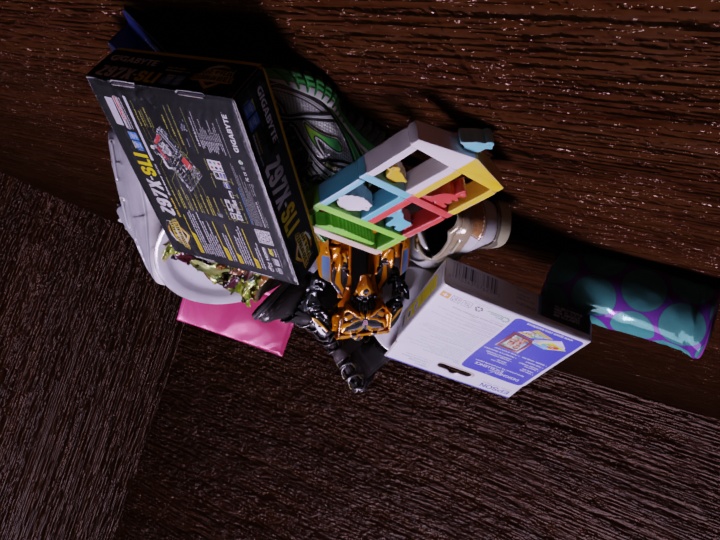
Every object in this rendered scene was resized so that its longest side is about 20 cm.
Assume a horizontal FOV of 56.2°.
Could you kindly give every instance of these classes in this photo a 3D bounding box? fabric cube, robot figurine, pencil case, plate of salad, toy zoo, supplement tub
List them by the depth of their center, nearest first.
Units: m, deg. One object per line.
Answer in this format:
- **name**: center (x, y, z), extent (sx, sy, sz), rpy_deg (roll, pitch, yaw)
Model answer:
- **toy zoo**: center (0.041, -0.074, 0.621), extent (0.197, 0.021, 0.129), rpy_deg (-26, 150, 37)
- **pencil case**: center (0.320, 0.037, 0.810), extent (0.195, 0.086, 0.093), rpy_deg (17, 150, 21)
- **plate of salad**: center (-0.150, -0.019, 0.819), extent (0.198, 0.199, 0.049), rpy_deg (25, -148, -44)
- **robot figurine**: center (0.000, 0.000, 0.833), extent (0.140, 0.206, 0.058), rpy_deg (-6, -155, -15)
- **supplement tub**: center (0.075, 0.035, 0.991), extent (0.141, 0.149, 0.200), rpy_deg (18, -167, 0)
- **fabric cube**: center (-0.197, 0.000, 1.220), extent (0.194, 0.205, 0.197), rpy_deg (20, -164, -11)

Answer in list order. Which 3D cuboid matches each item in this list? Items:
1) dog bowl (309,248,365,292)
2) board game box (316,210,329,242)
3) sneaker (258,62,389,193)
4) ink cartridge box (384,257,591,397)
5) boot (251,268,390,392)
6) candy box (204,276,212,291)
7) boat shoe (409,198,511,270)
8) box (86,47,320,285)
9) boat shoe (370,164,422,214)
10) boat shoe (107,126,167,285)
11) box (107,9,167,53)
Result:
- **dog bowl**: center (-0.028, 0.001, 1.111), extent (0.058, 0.205, 0.198), rpy_deg (-29, 148, 24)
- **board game box**: center (-0.109, -0.114, 0.703), extent (0.201, 0.023, 0.104), rpy_deg (51, 170, -23)
- **sneaker**: center (-0.047, -0.120, 0.615), extent (0.077, 0.088, 0.198), rpy_deg (11, 168, 45)
- **ink cartridge box**: center (0.152, 0.081, 0.847), extent (0.192, 0.048, 0.201), rpy_deg (20, 148, -10)
- **boot**: center (-0.041, 0.087, 0.916), extent (0.069, 0.177, 0.198), rpy_deg (-38, 171, 34)
- **candy box**: center (-0.238, -0.078, 0.911), extent (0.055, 0.118, 0.199), rpy_deg (-24, -125, -37)
- **boat shoe**: center (0.096, -0.047, 0.799), extent (0.066, 0.077, 0.199), rpy_deg (3, 168, -22)
- **box**: center (-0.130, -0.086, 0.593), extent (0.156, 0.050, 0.203), rpy_deg (15, 142, 27)
- **boat shoe**: center (-0.008, -0.106, 0.743), extent (0.196, 0.073, 0.076), rpy_deg (29, -175, 0)
- **boat shoe**: center (-0.261, -0.078, 0.812), extent (0.066, 0.205, 0.073), rpy_deg (6, -145, 13)
- **box**: center (-0.187, -0.165, 0.673), extent (0.121, 0.032, 0.200), rpy_deg (46, 169, -1)
